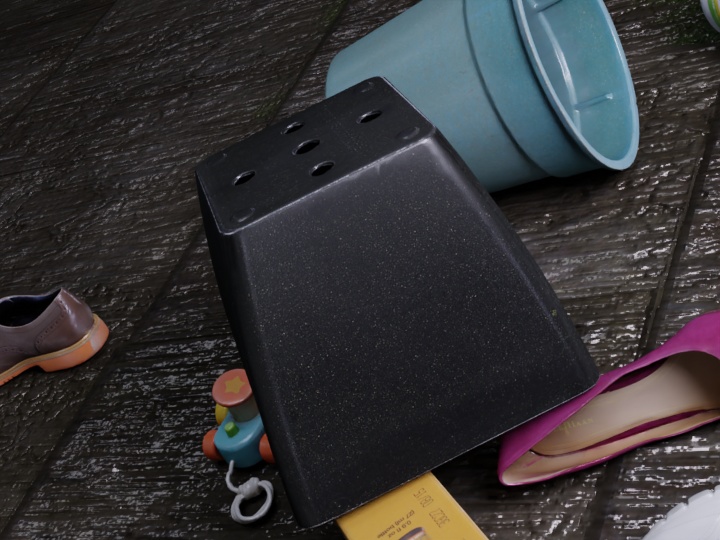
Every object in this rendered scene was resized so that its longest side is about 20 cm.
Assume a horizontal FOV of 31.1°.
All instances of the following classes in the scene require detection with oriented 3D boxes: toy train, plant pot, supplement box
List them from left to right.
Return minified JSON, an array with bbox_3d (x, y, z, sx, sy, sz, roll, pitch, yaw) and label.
[{"bbox_3d":[-0.030,0.085,0.927,0.199,0.056,0.150,-34,32,-6],"label":"toy train"},{"bbox_3d":[0.000,0.000,0.797,0.198,0.178,0.200,-26,27,-3],"label":"plant pot"},{"bbox_3d":[0.040,0.169,0.746,0.066,0.069,0.200,-34,30,-7],"label":"supplement box"},{"bbox_3d":[0.089,-0.144,1.031,0.195,0.201,0.201,-19,33,31],"label":"plant pot"}]

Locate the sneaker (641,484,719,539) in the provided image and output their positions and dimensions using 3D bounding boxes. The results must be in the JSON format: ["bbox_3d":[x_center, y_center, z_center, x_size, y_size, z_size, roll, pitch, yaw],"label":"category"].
[{"bbox_3d":[0.222,0.153,0.616,0.198,0.075,0.088,-9,43,32],"label":"sneaker"}]

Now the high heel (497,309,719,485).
[{"bbox_3d":[0.173,0.084,0.750,0.199,0.068,0.096,-23,19,41],"label":"high heel"}]

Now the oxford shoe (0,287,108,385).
[{"bbox_3d":[-0.329,0.058,1.192,0.198,0.073,0.072,-17,35,21],"label":"oxford shoe"}]

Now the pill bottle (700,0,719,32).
[{"bbox_3d":[0.359,-0.213,0.964,0.111,0.112,0.200,-38,33,-13],"label":"pill bottle"}]
